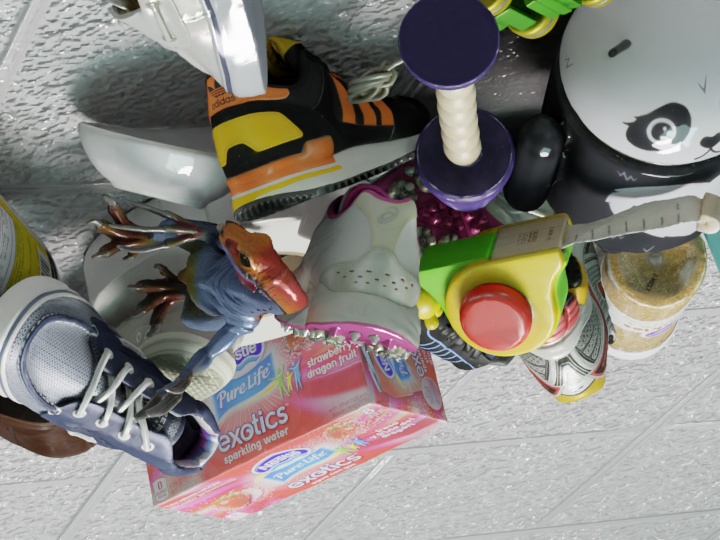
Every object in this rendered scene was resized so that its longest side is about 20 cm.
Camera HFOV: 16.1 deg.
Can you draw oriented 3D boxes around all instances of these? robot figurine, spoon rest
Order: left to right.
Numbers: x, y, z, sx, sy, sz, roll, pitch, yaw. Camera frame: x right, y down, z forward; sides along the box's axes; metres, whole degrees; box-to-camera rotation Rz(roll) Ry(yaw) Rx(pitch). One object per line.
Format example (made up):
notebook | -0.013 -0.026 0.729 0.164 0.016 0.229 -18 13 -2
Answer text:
spoon rest | -0.077 -0.061 1.447 0.099 0.061 0.199 15 179 40
robot figurine | 0.164 -0.086 1.446 0.124 0.151 0.200 24 155 7

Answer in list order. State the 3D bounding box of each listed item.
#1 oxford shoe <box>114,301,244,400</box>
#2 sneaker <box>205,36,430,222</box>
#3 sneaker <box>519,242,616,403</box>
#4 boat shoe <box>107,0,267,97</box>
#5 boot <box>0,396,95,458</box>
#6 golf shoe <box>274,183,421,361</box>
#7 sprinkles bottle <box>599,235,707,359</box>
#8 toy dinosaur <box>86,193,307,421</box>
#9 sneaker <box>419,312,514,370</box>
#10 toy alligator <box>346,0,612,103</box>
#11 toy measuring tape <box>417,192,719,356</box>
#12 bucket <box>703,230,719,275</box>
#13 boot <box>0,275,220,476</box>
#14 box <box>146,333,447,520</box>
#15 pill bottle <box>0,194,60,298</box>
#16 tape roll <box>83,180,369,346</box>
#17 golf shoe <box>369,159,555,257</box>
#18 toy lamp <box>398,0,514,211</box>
oxford shoe | -0.125 0.052 1.593 0.075 0.058 0.200 27 157 -20
sneaker | -0.021 -0.091 1.407 0.070 0.091 0.200 -18 -175 28
sneaker | 0.122 0.020 1.637 0.077 0.083 0.200 -21 -158 14
boat shoe | -0.091 -0.144 1.239 0.069 0.071 0.200 -7 157 7
boot | -0.257 0.068 1.625 0.185 0.065 0.200 23 172 1
golf shoe | 0.000 0.000 1.416 0.075 0.092 0.200 11 178 -12
sprinkles bottle | 0.191 0.012 1.730 0.068 0.069 0.200 -13 169 -1
toy dinosaur | -0.073 -0.009 1.394 0.181 0.106 0.200 0 -154 45
sneaker | 0.061 0.023 1.660 0.070 0.078 0.200 -58 166 3
toy alligator | 0.069 -0.150 1.335 0.199 0.055 0.059 -24 158 27
toy measuring tape | 0.116 0.006 1.433 0.199 0.074 0.073 -12 160 23
bucket | 0.313 -0.041 1.634 0.205 0.136 0.207 -11 159 -4
boot | -0.142 0.063 1.443 0.073 0.090 0.200 -61 161 -4
box | -0.052 0.089 1.770 0.199 0.103 0.094 -26 155 30
pill bottle | -0.244 -0.011 1.395 0.113 0.115 0.200 -16 157 5
tape roll | -0.076 -0.004 1.618 0.201 0.037 0.203 -12 158 -5
golf shoe | 0.062 -0.031 1.549 0.199 0.076 0.091 -7 172 -41
toy lamp | 0.053 -0.081 1.347 0.058 0.059 0.200 -14 162 1
